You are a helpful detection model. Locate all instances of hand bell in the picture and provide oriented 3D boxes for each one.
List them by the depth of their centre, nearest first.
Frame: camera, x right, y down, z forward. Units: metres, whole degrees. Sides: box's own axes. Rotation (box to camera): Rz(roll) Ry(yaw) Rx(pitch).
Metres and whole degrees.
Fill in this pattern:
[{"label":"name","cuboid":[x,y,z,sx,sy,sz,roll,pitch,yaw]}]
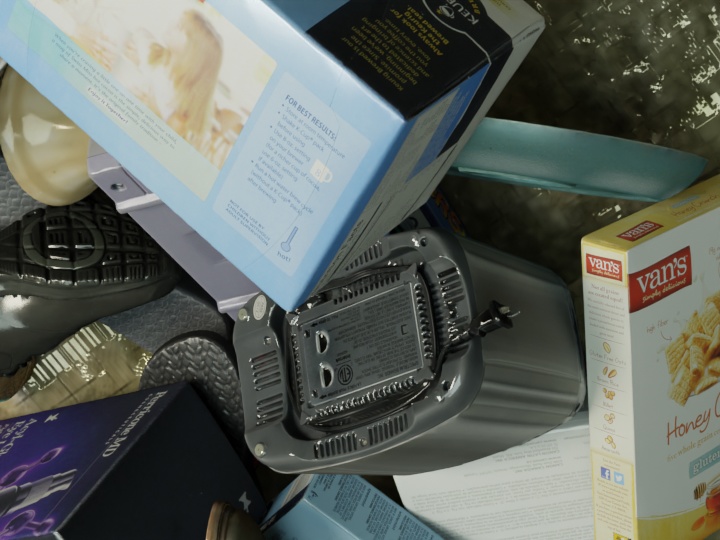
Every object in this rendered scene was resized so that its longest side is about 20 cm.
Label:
[{"label":"hand bell","cuboid":[-0.097,-0.085,1.095,0.199,0.104,0.105,4,115,35]}]

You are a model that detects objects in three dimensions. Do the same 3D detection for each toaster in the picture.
[{"label":"toaster","cuboid":[0.036,0.047,1.077,0.199,0.129,0.115,-23,68,36]}]

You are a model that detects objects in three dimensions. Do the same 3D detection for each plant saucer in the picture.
[{"label":"plant saucer","cuboid":[0.086,-0.061,1.050,0.198,0.200,0.028,8,92,9]}]

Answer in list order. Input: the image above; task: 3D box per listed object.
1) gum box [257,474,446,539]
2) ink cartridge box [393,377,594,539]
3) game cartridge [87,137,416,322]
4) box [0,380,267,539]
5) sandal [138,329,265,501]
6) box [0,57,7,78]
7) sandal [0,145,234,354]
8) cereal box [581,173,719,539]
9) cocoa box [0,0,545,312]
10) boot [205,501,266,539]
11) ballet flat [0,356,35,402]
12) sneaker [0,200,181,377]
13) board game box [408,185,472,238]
[{"label":"gum box","cuboid":[0.009,0.221,1.231,0.200,0.045,0.170,37,136,-8]},{"label":"ink cartridge box","cuboid":[0.117,0.156,1.216,0.161,0.050,0.201,-10,131,11]},{"label":"game cartridge","cuboid":[-0.048,-0.029,1.077,0.129,0.039,0.200,-9,151,20]},{"label":"box","cuboid":[-0.182,0.163,1.197,0.199,0.148,0.105,-15,114,38]},{"label":"sandal","cuboid":[-0.092,0.109,1.242,0.075,0.045,0.201,9,133,18]},{"label":"box","cuboid":[-0.283,-0.112,1.098,0.128,0.200,0.109,45,79,-7]},{"label":"sandal","cuboid":[-0.167,-0.010,1.219,0.200,0.043,0.076,38,122,-15]},{"label":"cereal box","cuboid":[0.187,0.056,1.109,0.039,0.143,0.202,18,122,44]},{"label":"cocoa box","cuboid":[-0.046,-0.110,0.892,0.200,0.131,0.134,41,132,9]},{"label":"boot","cuboid":[-0.027,0.202,1.158,0.096,0.075,0.201,-2,139,16]},{"label":"ballet flat","cuboid":[-0.277,0.003,1.226,0.067,0.072,0.201,-22,106,22]},{"label":"sneaker","cuboid":[-0.202,0.018,1.171,0.198,0.076,0.091,-7,130,5]},{"label":"board game box","cuboid":[0.000,0.000,1.182,0.135,0.034,0.201,-27,105,22]}]
